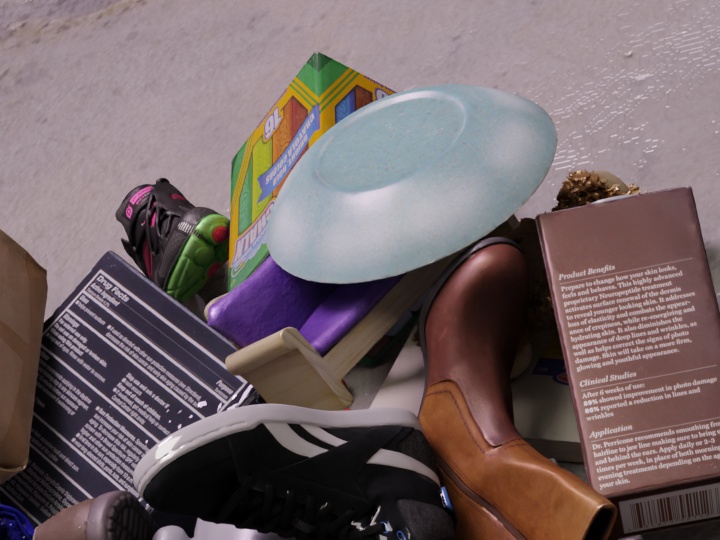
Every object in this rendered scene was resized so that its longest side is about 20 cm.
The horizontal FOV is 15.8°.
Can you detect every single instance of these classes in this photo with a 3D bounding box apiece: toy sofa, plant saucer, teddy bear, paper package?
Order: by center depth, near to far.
[{"bbox_3d":[0.025,-0.069,1.655,0.201,0.039,0.201,-19,31,12],"label":"plant saucer"},{"bbox_3d":[0.000,0.000,1.669,0.200,0.098,0.083,-45,12,-30],"label":"toy sofa"},{"bbox_3d":[0.129,0.007,1.712,0.145,0.067,0.200,12,51,34],"label":"teddy bear"},{"bbox_3d":[-0.311,0.080,1.732,0.190,0.103,0.200,-33,31,20],"label":"paper package"}]

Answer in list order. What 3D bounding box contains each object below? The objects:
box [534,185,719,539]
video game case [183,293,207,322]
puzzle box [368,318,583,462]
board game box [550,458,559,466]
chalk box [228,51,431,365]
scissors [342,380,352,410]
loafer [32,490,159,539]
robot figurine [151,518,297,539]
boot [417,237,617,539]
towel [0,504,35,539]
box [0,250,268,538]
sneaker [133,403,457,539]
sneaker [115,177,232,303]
[{"bbox_3d":[0.173,0.056,1.580,0.100,0.075,0.200,-10,62,4],"label":"box"},{"bbox_3d":[-0.184,0.121,1.899,0.200,0.022,0.182,-31,37,6],"label":"video game case"},{"bbox_3d":[0.110,0.064,1.727,0.200,0.025,0.133,3,51,40],"label":"puzzle box"},{"bbox_3d":[0.051,0.231,1.576,0.200,0.041,0.200,-25,37,15],"label":"board game box"},{"bbox_3d":[-0.012,-0.028,1.810,0.125,0.124,0.200,-49,26,32],"label":"chalk box"},{"bbox_3d":[-0.082,0.148,1.799,0.200,0.014,0.073,-39,42,-2],"label":"scissors"},{"bbox_3d":[-0.146,0.204,1.626,0.071,0.200,0.073,-3,46,21],"label":"loafer"},{"bbox_3d":[-0.051,0.199,1.562,0.169,0.113,0.200,8,45,0],"label":"robot figurine"},{"bbox_3d":[0.089,0.098,1.543,0.189,0.068,0.200,-64,32,12],"label":"boot"},{"bbox_3d":[-0.250,0.234,1.699,0.049,0.148,0.200,-13,-5,-36],"label":"towel"},{"bbox_3d":[-0.154,0.128,1.757,0.198,0.123,0.200,-48,48,-8],"label":"box"},{"bbox_3d":[-0.025,0.138,1.493,0.073,0.200,0.112,-56,50,40],"label":"sneaker"},{"bbox_3d":[-0.144,-0.023,1.919,0.077,0.084,0.200,-48,8,-11],"label":"sneaker"}]
